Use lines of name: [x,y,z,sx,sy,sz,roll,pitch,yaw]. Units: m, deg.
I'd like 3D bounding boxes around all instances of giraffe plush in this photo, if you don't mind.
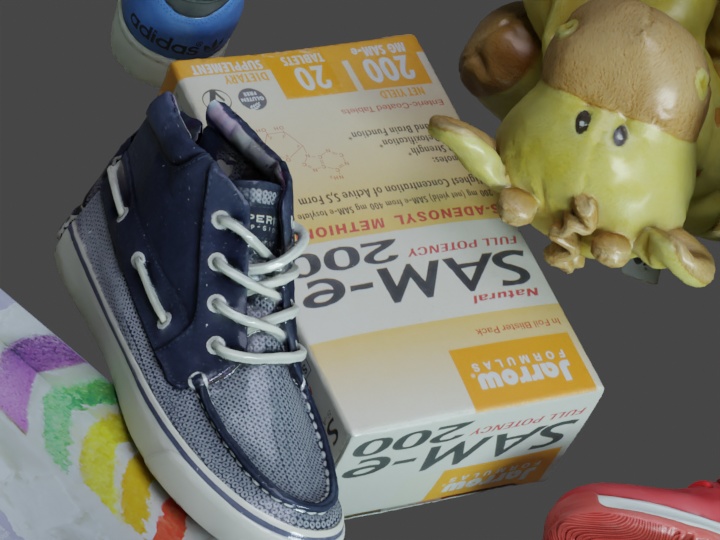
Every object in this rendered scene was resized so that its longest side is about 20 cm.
giraffe plush: [0.107,-0.069,1.160,0.172,0.201,0.162,1,16,21]

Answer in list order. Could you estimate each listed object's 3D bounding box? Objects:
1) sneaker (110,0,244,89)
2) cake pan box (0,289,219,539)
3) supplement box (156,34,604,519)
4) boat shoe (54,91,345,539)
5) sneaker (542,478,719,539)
sneaker: [-0.074,-0.190,1.261,0.076,0.111,0.201,14,48,-13]
cake pan box: [-0.134,0.113,1.003,0.184,0.052,0.200,38,37,13]
supplement box: [0.000,0.000,1.160,0.125,0.074,0.201,-9,57,-30]
boat shoe: [-0.050,0.017,1.058,0.074,0.093,0.200,4,40,-43]
sneaker: [0.160,0.110,1.153,0.199,0.078,0.116,23,36,-22]
